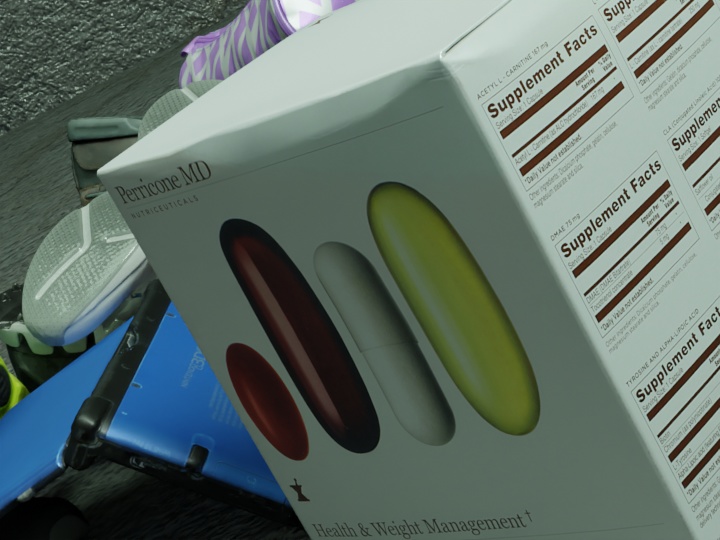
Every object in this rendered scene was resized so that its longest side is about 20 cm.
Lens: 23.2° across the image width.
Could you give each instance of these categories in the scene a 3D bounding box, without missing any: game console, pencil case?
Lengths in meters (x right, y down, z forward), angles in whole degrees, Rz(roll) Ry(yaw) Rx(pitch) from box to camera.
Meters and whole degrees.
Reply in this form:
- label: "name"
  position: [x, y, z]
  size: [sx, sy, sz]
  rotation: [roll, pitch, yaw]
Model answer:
- label: "game console"
  position: [-0.107, 0.094, 0.875]
  size: [0.200, 0.170, 0.118]
  rotation: [-78, 10, -71]
- label: "pencil case"
  position: [-0.055, -0.147, 1.136]
  size: [0.084, 0.085, 0.200]
  rotation: [-54, 10, -27]

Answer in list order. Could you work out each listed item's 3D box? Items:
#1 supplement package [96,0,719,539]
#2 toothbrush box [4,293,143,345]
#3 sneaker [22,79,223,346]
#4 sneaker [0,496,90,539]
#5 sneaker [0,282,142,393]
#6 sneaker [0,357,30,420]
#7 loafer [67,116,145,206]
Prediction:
- label: "supplement package"
  position: [0.049, -0.002, 0.649]
  size: [0.191, 0.200, 0.147]
  rotation: [-14, 21, 47]
- label: "toothbrush box"
  position: [-0.122, 0.006, 1.175]
  size: [0.146, 0.086, 0.200]
  rotation: [-9, 26, 51]
- label: "sneaker"
  position: [-0.117, -0.021, 1.010]
  size: [0.070, 0.080, 0.200]
  rotation: [8, 47, 33]
- label: "sneaker"
  position: [-0.227, 0.140, 0.936]
  size: [0.200, 0.079, 0.075]
  rotation: [-15, 19, 39]
- label: "sneaker"
  position: [-0.120, 0.059, 1.028]
  size: [0.200, 0.091, 0.066]
  rotation: [5, 28, 19]
- label: "sneaker"
  position: [-0.236, 0.073, 0.988]
  size: [0.083, 0.200, 0.074]
  rotation: [19, 56, 19]
- label: "loafer"
  position: [-0.111, -0.069, 1.147]
  size: [0.200, 0.063, 0.072]
  rotation: [4, 5, 38]
